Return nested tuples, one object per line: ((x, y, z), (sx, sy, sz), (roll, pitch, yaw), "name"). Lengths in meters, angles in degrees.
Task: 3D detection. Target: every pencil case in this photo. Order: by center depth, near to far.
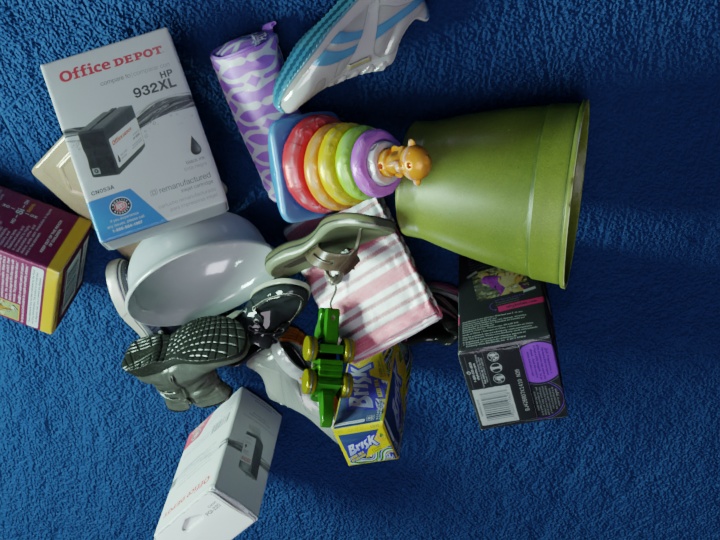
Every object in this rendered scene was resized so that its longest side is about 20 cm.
((-0.101, -0.178, 0.973), (0.083, 0.085, 0.202), (13, 132, 44), "pencil case")

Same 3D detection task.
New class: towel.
((0.000, 0.000, 1.051), (0.146, 0.030, 0.202), (-30, 84, 26), "towel")

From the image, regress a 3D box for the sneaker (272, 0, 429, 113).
((-0.011, -0.234, 0.895), (0.200, 0.077, 0.081), (-45, 117, 3), "sneaker")

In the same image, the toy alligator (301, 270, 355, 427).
((-0.042, 0.091, 1.039), (0.059, 0.203, 0.054), (6, 166, -18), "toy alligator")

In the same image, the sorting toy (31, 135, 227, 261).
((-0.289, -0.116, 1.063), (0.199, 0.037, 0.185), (-34, 112, 29), "sorting toy")

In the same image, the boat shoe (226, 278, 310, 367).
((-0.130, 0.074, 1.100), (0.074, 0.067, 0.199), (26, 143, -32), "boat shoe")

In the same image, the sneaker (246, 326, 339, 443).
((-0.080, 0.171, 1.195), (0.091, 0.076, 0.201), (-26, 107, 30), "sneaker")

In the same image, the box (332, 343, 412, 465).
((0.020, 0.152, 1.085), (0.069, 0.201, 0.065), (-13, 121, 17), "box")

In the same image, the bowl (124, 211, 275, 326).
((-0.206, -0.017, 1.053), (0.199, 0.091, 0.202), (-21, 158, -9), "bowl")

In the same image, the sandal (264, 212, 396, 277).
((-0.032, -0.018, 0.984), (0.079, 0.058, 0.200), (9, 155, -42), "sandal")

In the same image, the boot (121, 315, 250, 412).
((-0.204, 0.129, 1.120), (0.198, 0.068, 0.131), (-12, 138, 26), "boot")

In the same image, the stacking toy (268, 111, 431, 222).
((0.002, -0.113, 0.887), (0.199, 0.109, 0.118), (4, 107, 48), "stacking toy")

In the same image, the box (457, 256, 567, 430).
((0.179, 0.074, 1.016), (0.105, 0.201, 0.123), (-11, 120, 14), "box")

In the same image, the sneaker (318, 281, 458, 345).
((0.041, 0.053, 1.089), (0.197, 0.087, 0.081), (2, 122, 6), "sneaker")

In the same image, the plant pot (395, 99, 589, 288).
((0.144, -0.093, 0.938), (0.191, 0.201, 0.202), (7, 123, 16), "plant pot")

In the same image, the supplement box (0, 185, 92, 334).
((-0.462, -0.025, 1.086), (0.198, 0.104, 0.131), (22, 135, -7), "supplement box")

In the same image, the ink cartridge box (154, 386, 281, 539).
((-0.198, 0.288, 1.198), (0.085, 0.201, 0.146), (39, 119, -17), "ink cartridge box")

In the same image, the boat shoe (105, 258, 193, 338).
((-0.258, 0.056, 1.144), (0.092, 0.075, 0.201), (-15, 128, 11), "boat shoe")

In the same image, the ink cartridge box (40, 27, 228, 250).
((-0.245, -0.143, 0.932), (0.144, 0.084, 0.202), (-19, 89, -9), "ink cartridge box")
